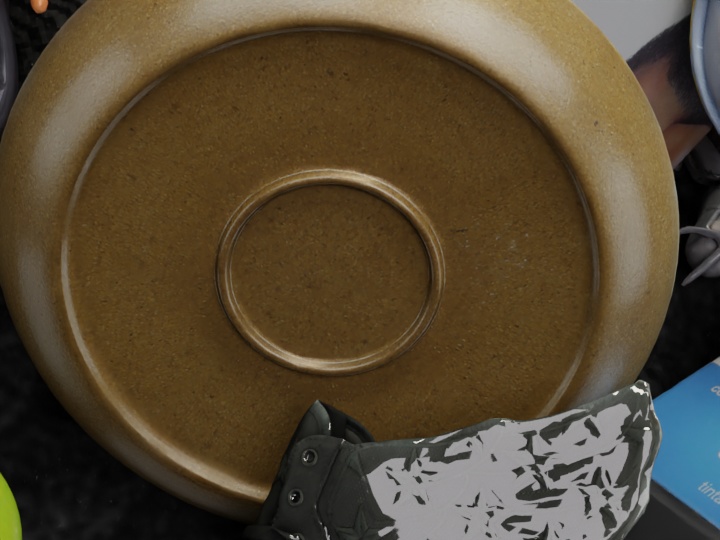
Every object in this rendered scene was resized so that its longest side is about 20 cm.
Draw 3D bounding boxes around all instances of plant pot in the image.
[{"bbox_3d":[-0.008,-0.004,0.845,0.199,0.028,0.201,1,118,2],"label":"plant pot"}]

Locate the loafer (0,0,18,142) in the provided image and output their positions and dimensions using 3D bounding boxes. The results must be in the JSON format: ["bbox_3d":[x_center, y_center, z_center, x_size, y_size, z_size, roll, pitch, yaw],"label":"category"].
[{"bbox_3d":[-0.140,-0.123,0.907,0.071,0.063,0.201,-9,79,1],"label":"loafer"}]

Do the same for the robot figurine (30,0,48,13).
[{"bbox_3d":[-0.094,-0.173,0.819,0.143,0.117,0.201,10,92,3],"label":"robot figurine"}]

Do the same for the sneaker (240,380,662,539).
[{"bbox_3d":[-0.014,0.086,0.838,0.198,0.060,0.105,-3,84,10],"label":"sneaker"}]

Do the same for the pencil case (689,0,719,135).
[{"bbox_3d":[0.194,-0.074,0.888,0.199,0.083,0.091,-8,43,-30],"label":"pencil case"}]

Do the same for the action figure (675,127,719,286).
[{"bbox_3d":[0.177,-0.059,0.976,0.200,0.069,0.130,-39,100,-14],"label":"action figure"}]

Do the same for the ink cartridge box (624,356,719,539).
[{"bbox_3d":[0.186,0.071,0.918,0.199,0.084,0.145,-31,126,-18],"label":"ink cartridge box"}]

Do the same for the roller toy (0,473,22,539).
[{"bbox_3d":[-0.208,0.042,0.815,0.182,0.140,0.201,-21,85,-28],"label":"roller toy"}]

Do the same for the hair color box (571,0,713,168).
[{"bbox_3d":[0.087,-0.100,0.903,0.200,0.111,0.064,-46,53,1],"label":"hair color box"}]
